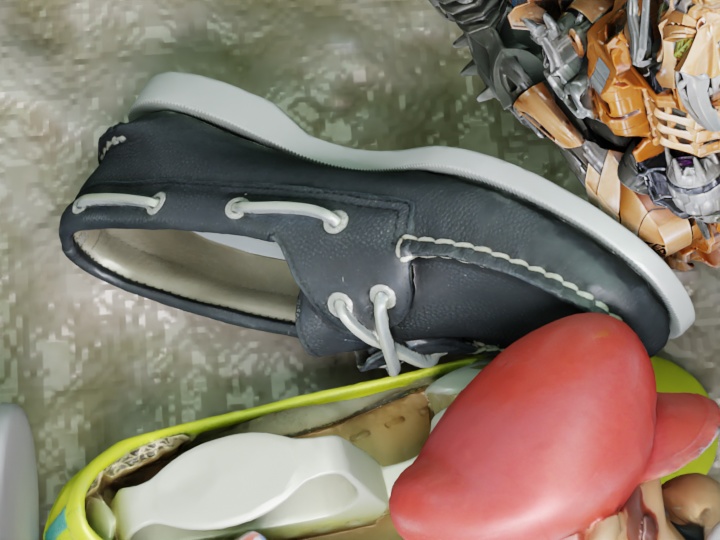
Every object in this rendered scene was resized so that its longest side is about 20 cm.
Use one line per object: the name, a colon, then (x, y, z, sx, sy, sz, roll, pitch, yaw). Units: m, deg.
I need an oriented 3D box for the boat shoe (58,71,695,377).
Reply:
boat shoe: (0.000, 0.000, 0.803, 0.200, 0.076, 0.060, 15, 60, 40)

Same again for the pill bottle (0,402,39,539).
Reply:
pill bottle: (-0.192, 0.073, 0.776, 0.200, 0.109, 0.109, 1, 69, 2)

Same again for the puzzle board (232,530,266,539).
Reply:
puzzle board: (-0.056, 0.177, 0.716, 0.200, 0.017, 0.151, -33, 95, -38)

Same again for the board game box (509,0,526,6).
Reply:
board game box: (0.092, -0.186, 0.906, 0.200, 0.062, 0.200, -29, 72, -11)

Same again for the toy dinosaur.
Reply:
toy dinosaur: (0.075, -0.048, 0.759, 0.102, 0.200, 0.136, -20, 68, -25)

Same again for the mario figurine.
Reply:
mario figurine: (0.076, 0.109, 0.741, 0.123, 0.106, 0.200, -4, 98, 21)

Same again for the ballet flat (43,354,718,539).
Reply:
ballet flat: (0.008, 0.058, 0.807, 0.200, 0.067, 0.067, -11, 69, -5)
